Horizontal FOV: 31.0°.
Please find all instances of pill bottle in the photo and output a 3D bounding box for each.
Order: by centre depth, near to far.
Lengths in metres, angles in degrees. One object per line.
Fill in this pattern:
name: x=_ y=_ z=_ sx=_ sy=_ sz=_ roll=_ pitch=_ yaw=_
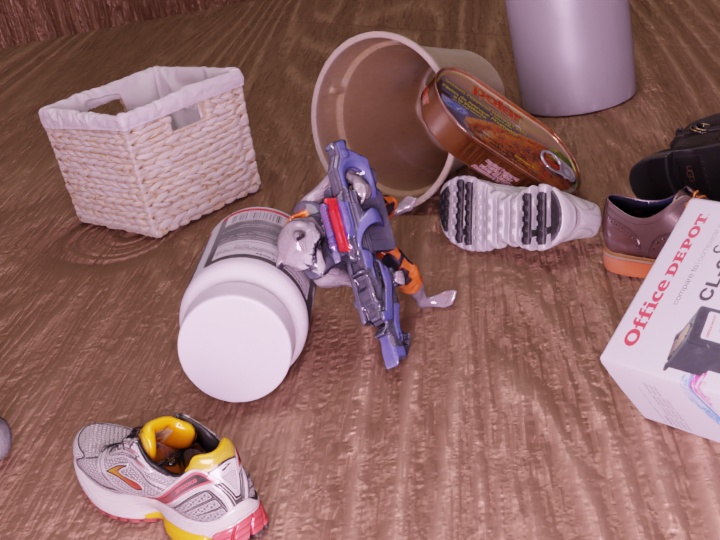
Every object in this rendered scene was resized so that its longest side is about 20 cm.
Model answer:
pill bottle: x=-0.098 y=0.029 z=1.147 sx=0.112 sy=0.115 sz=0.200 roll=-9 pitch=21 yaw=6

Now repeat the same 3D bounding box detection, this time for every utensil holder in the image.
utensil holder: x=0.277 y=-0.323 z=1.716 sx=0.167 sy=0.203 sz=0.170 roll=-11 pitch=20 yaw=4

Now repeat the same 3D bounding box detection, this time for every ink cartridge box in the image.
ink cartridge box: x=0.281 y=0.044 z=0.864 sx=0.199 sy=0.083 sz=0.147 roll=15 pitch=67 yaw=50

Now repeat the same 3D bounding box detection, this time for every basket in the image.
basket: x=-0.262 y=-0.156 z=1.639 sx=0.198 sy=0.163 sz=0.197 roll=11 pitch=31 yaw=45

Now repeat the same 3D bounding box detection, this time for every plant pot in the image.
plant pot: x=0.074 y=-0.183 z=1.523 sx=0.198 sy=0.204 sz=0.183 roll=4 pitch=14 yaw=35

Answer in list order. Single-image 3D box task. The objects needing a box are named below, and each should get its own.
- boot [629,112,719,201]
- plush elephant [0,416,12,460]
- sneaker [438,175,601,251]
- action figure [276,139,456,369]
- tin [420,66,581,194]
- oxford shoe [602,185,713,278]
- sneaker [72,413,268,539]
boot: x=0.387 y=-0.127 z=1.341 sx=0.198 sy=0.070 sz=0.173 roll=4 pitch=27 yaw=41
plush elephant: x=-0.412 y=0.133 z=1.029 sx=0.198 sy=0.156 sz=0.165 roll=30 pitch=-10 yaw=14
sneaker: x=0.155 y=-0.054 z=1.301 sx=0.080 sy=0.076 sz=0.199 roll=-2 pitch=9 yaw=-37
action figure: x=0.000 y=0.000 z=1.144 sx=0.104 sy=0.203 sz=0.192 roll=-24 pitch=-22 yaw=36
tin: x=0.147 y=-0.137 z=1.361 sx=0.042 sy=0.199 sz=0.113 roll=-43 pitch=25 yaw=38
oxford shoe: x=0.302 y=-0.033 z=1.140 sx=0.198 sy=0.074 sz=0.071 roll=3 pitch=25 yaw=32
sneaker: x=-0.143 y=0.136 z=0.944 sx=0.198 sy=0.083 sz=0.077 roll=8 pitch=29 yaw=44
